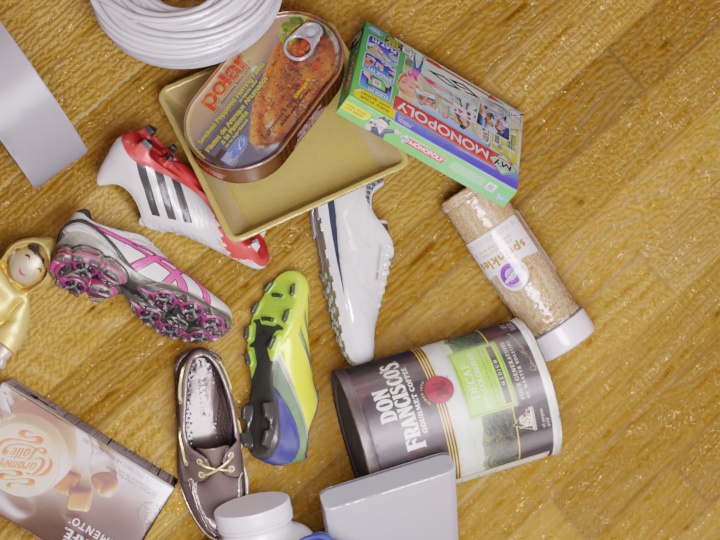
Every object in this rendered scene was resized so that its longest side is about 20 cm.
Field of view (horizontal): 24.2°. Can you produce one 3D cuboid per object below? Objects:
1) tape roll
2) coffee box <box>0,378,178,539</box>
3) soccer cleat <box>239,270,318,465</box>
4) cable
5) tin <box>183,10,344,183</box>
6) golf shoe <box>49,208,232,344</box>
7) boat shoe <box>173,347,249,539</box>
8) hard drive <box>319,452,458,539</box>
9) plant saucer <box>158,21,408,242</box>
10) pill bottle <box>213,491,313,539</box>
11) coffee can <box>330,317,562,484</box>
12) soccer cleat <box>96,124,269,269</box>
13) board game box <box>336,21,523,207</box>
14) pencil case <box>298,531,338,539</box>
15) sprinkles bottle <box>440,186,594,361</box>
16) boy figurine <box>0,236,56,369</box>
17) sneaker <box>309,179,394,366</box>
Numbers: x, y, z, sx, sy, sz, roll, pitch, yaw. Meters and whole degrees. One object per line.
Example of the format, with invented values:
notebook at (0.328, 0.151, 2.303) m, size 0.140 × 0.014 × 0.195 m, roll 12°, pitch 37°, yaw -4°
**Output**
tape roll at (-0.349, -0.179, 1.634) m, size 0.066 × 0.200 × 0.201 m, roll -36°, pitch 91°, yaw -7°
coffee box at (-0.296, 0.208, 1.674) m, size 0.200 × 0.080 × 0.115 m, roll 33°, pitch 87°, yaw -3°
soccer cleat at (-0.075, 0.102, 1.731) m, size 0.084 × 0.065 × 0.201 m, roll 20°, pitch 71°, yaw -45°
cable at (-0.176, -0.294, 1.699) m, size 0.200 × 0.069 × 0.200 m, roll -39°, pitch 69°, yaw -13°
tin at (-0.096, -0.175, 1.690) m, size 0.112 × 0.042 × 0.200 m, roll 31°, pitch 69°, yaw 13°
golf shoe at (-0.213, 0.003, 1.703) m, size 0.200 × 0.073 × 0.092 m, roll 28°, pitch 45°, yaw -21°
boat shoe at (-0.152, 0.177, 1.707) m, size 0.072 × 0.060 × 0.201 m, roll -6°, pitch 87°, yaw -8°
hard drive at (0.032, 0.262, 1.668) m, size 0.131 × 0.200 × 0.026 m, roll -16°, pitch 51°, yaw -8°
plant saucer at (-0.079, -0.135, 1.716) m, size 0.199 × 0.048 × 0.200 m, roll -24°, pitch 65°, yaw -9°
pill bottle at (-0.087, 0.326, 1.665) m, size 0.112 × 0.112 × 0.201 m, roll -12°, pitch 99°, yaw -8°
coffee can at (0.085, 0.144, 1.697) m, size 0.199 × 0.146 × 0.147 m, roll -16°, pitch 88°, yaw -9°
soccer cleat at (-0.180, -0.062, 1.721) m, size 0.200 × 0.069 × 0.085 m, roll 40°, pitch 115°, yaw -16°
board game box at (0.075, -0.160, 1.716) m, size 0.200 × 0.029 × 0.135 m, roll 28°, pitch 39°, yaw -15°
pencil case at (0.000, 0.316, 1.624) m, size 0.200 × 0.078 × 0.087 m, roll 33°, pitch 71°, yaw -48°
sprinkles bottle at (0.164, -0.003, 1.756) m, size 0.068 × 0.068 × 0.200 m, roll -34°, pitch 90°, yaw -8°
boy figurine at (-0.380, 0.038, 1.686) m, size 0.200 × 0.064 × 0.125 m, roll -34°, pitch 88°, yaw -6°
sneaker at (0.000, 0.000, 1.734) m, size 0.080 × 0.076 × 0.201 m, roll -7°, pitch 88°, yaw -13°
